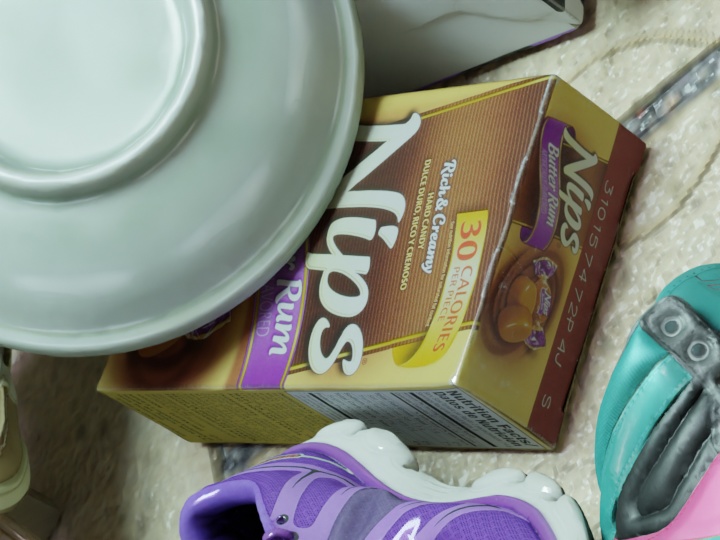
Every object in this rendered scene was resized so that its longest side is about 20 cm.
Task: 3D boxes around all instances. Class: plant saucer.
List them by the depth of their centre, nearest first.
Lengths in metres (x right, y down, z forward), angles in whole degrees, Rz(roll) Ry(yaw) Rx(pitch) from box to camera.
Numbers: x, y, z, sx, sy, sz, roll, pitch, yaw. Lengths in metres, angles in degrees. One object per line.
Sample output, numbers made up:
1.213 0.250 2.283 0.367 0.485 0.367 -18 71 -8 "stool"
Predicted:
-0.099 -0.072 0.967 0.199 0.050 0.202 -3 74 10 "plant saucer"

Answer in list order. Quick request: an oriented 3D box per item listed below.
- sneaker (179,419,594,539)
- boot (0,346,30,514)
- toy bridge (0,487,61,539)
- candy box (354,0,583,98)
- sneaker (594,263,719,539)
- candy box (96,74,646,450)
0.008 0.103 0.854 0.200 0.083 0.081 11 111 58 "sneaker"
-0.167 -0.004 1.033 0.200 0.072 0.156 -118 26 -65 "boot"
-0.152 0.092 1.082 0.027 0.067 0.200 -58 35 1 "toy bridge"
0.015 -0.170 1.065 0.167 0.071 0.201 -19 52 43 "candy box"
0.139 0.036 0.768 0.200 0.083 0.121 -42 48 24 "sneaker"
0.000 0.000 0.977 0.199 0.056 0.117 -3 62 47 "candy box"
